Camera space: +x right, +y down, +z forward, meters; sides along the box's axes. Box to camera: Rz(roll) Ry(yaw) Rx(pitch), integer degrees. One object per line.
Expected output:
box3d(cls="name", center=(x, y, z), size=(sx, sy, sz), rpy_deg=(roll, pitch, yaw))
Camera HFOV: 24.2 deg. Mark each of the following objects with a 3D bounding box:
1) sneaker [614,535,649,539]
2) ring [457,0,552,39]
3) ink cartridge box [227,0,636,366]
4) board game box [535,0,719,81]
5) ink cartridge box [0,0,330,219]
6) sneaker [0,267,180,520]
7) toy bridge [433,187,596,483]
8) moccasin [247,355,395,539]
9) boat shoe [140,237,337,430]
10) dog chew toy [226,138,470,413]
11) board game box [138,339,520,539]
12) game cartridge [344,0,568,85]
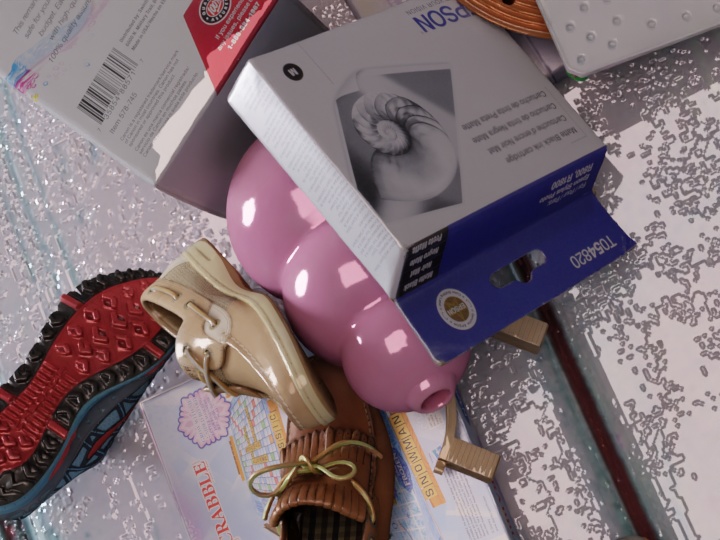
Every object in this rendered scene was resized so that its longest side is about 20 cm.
box3d(cls="sneaker", center=(0.091, 0.217, 0.996), size=(0.199, 0.076, 0.092), rpy_deg=(-40, 111, -1))
box3d(cls="ring", center=(0.125, -0.236, 1.064), size=(0.198, 0.019, 0.203), rpy_deg=(1, 71, -3))
box3d(cls="ink cartridge box", center=(0.054, -0.066, 0.980), size=(0.201, 0.199, 0.041), rpy_deg=(51, 137, 12))
box3d(cls="board game box", center=(0.182, -0.234, 1.038), size=(0.198, 0.026, 0.202), rpy_deg=(-20, 74, -5))
box3d(cls="ink cartridge box", center=(-0.144, -0.155, 1.086), size=(0.199, 0.145, 0.146), rpy_deg=(35, 94, 15))
box3d(cls="sneaker", center=(-0.189, 0.082, 1.107), size=(0.079, 0.096, 0.200), rpy_deg=(38, 67, 15))
box3d(cls="toy bridge", center=(0.082, 0.032, 1.040), size=(0.067, 0.027, 0.202), rpy_deg=(21, 77, 5))
box3d(cls="moccasin", center=(-0.023, 0.145, 1.000), size=(0.073, 0.078, 0.204), rpy_deg=(-3, 66, 20))
box3d(cls="boat shoe", center=(-0.076, 0.049, 1.013), size=(0.064, 0.072, 0.200), rpy_deg=(-35, 32, -9))
box3d(cls="dog chew toy", center=(0.000, 0.000, 1.004), size=(0.124, 0.124, 0.201), rpy_deg=(-35, 59, 8))
box3d(cls="board game box", center=(-0.018, 0.138, 1.073), size=(0.198, 0.041, 0.202), rpy_deg=(-24, 78, 10))
box3d(cls="game cartridge", center=(0.056, -0.192, 1.098), size=(0.129, 0.038, 0.201), rpy_deg=(-34, 77, 13))
